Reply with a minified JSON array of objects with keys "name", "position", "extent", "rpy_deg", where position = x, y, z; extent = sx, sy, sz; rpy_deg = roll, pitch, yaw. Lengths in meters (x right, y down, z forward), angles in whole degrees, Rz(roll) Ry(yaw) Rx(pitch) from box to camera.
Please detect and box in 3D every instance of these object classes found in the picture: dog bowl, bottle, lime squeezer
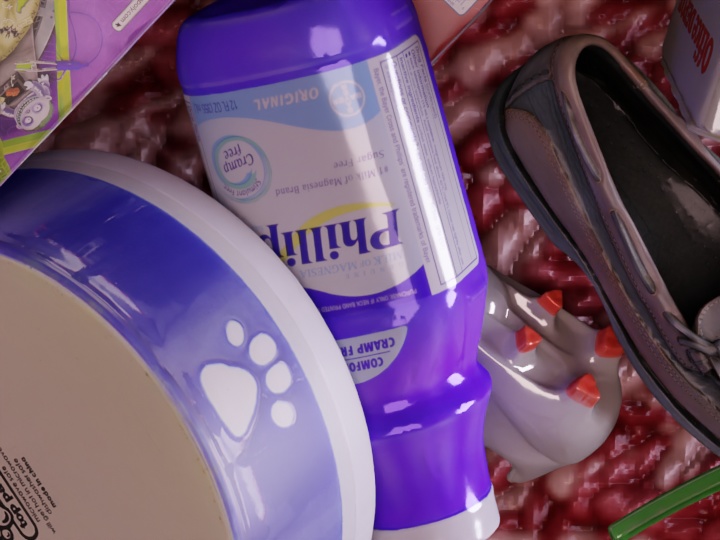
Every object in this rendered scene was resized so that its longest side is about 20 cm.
[{"name":"dog bowl","position":[-0.098,0.065,0.917],"extent":[0.199,0.079,0.202],"rpy_deg":[16,120,29]},{"name":"bottle","position":[0.000,0.000,0.912],"extent":[0.083,0.065,0.201],"rpy_deg":[-8,105,26]},{"name":"lime squeezer","position":[0.195,0.078,1.007],"extent":[0.198,0.038,0.071],"rpy_deg":[5,84,6]}]

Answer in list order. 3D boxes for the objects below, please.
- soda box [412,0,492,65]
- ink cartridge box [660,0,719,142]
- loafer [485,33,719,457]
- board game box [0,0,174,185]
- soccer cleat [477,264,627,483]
[{"name":"soda box","position":[-0.042,-0.149,0.948],"extent":[0.200,0.070,0.063],"rpy_deg":[44,103,-8]},{"name":"ink cartridge box","position":[0.173,-0.141,0.902],"extent":[0.082,0.147,0.201],"rpy_deg":[17,106,-3]},{"name":"loafer","position":[0.123,0.000,0.959],"extent":[0.072,0.063,0.200],"rpy_deg":[-41,88,-23]},{"name":"board game box","position":[-0.103,-0.118,0.807],"extent":[0.120,0.032,0.200],"rpy_deg":[44,106,-5]},{"name":"soccer cleat","position":[0.010,0.002,0.989],"extent":[0.200,0.069,0.078],"rpy_deg":[43,134,0]}]
